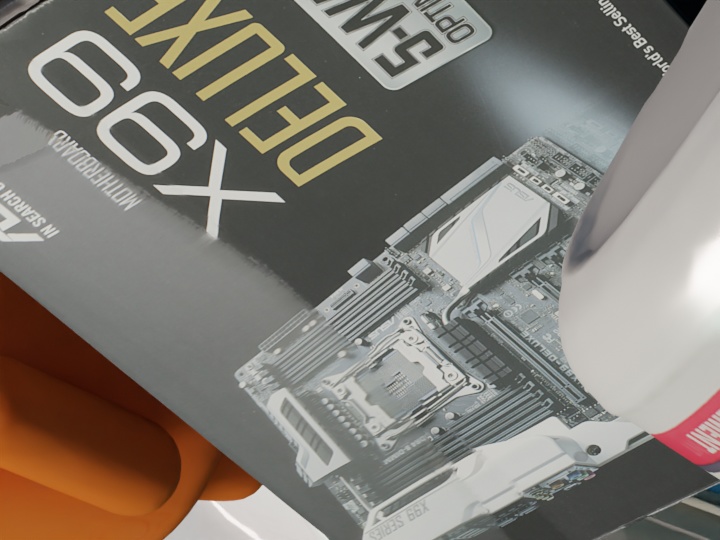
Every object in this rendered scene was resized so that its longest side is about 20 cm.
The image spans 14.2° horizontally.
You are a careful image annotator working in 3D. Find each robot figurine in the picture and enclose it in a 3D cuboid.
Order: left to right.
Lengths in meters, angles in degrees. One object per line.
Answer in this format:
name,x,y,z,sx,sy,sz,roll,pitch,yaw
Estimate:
robot figurine,-0.110,0.017,0.751,0.200,0.144,0.117,7,139,-36

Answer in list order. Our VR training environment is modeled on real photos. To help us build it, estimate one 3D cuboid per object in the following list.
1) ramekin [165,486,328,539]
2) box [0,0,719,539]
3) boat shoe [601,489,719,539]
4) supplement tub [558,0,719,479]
ramekin,-0.042,0.067,0.939,0.200,0.098,0.201,27,140,25
box,0.015,-0.021,0.618,0.158,0.050,0.200,-28,127,27
boat shoe,0.132,0.094,0.857,0.200,0.066,0.072,14,165,-16
supplement tub,0.145,0.007,0.447,0.200,0.140,0.140,32,164,-1
